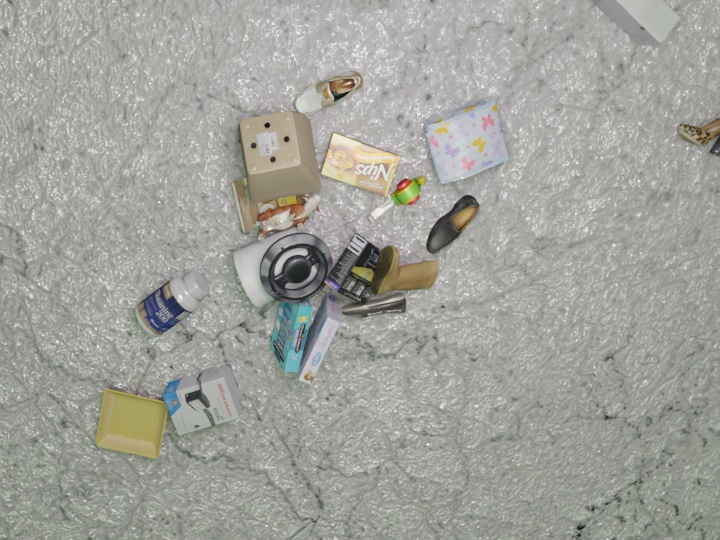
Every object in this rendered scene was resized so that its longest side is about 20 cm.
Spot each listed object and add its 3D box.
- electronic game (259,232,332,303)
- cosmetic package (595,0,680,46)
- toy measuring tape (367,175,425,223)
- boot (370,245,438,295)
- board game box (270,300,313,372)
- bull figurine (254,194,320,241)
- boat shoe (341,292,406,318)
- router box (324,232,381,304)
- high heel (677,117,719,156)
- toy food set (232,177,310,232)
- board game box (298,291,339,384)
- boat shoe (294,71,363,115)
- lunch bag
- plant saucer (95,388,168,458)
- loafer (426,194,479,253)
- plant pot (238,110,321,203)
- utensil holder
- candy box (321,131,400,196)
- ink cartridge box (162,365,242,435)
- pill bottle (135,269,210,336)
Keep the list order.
[{"bbox_3d":[-0.166,-0.004,1.494,0.195,0.042,0.204,-11,122,-18],"label":"electronic game"},{"bbox_3d":[0.706,-0.677,1.478,0.198,0.113,0.082,34,103,-11],"label":"cosmetic package"},{"bbox_3d":[0.103,-0.197,1.607,0.198,0.074,0.074,-37,106,7],"label":"toy measuring tape"},{"bbox_3d":[0.136,-0.009,1.612,0.196,0.067,0.177,-7,141,-29],"label":"boot"},{"bbox_3d":[-0.201,0.165,1.655,0.046,0.151,0.204,5,109,-28],"label":"board game box"},{"bbox_3d":[-0.195,-0.142,1.537,0.196,0.122,0.066,-19,113,10],"label":"bull figurine"},{"bbox_3d":[0.043,0.117,1.702,0.195,0.067,0.058,-12,103,-4],"label":"boat shoe"},{"bbox_3d":[0.000,0.000,1.590,0.052,0.199,0.159,34,91,26],"label":"router box"},{"bbox_3d":[0.973,-0.414,1.590,0.196,0.072,0.145,15,113,-25],"label":"high heel"},{"bbox_3d":[-0.244,-0.194,1.591,0.195,0.061,0.147,-11,107,0],"label":"toy food set"},{"bbox_3d":[-0.119,0.190,1.644,0.040,0.200,0.203,22,106,-11],"label":"board game box"},{"bbox_3d":[-0.087,-0.471,1.512,0.197,0.069,0.076,-26,107,5],"label":"boat shoe"},{"bbox_3d":[0.276,-0.349,1.545,0.196,0.127,0.173,-24,110,-6],"label":"lunch bag"},{"bbox_3d":[-0.699,0.464,1.770,0.195,0.049,0.204,14,106,-9],"label":"plant saucer"},{"bbox_3d":[0.262,-0.127,1.637,0.072,0.072,0.201,34,103,-14],"label":"loafer"},{"bbox_3d":[-0.216,-0.304,1.467,0.195,0.177,0.205,-10,87,-1],"label":"plant pot"},{"bbox_3d":[-0.228,-0.017,1.592,0.196,0.170,0.173,-24,107,2],"label":"utensil holder"},{"bbox_3d":[-0.001,-0.292,1.579,0.196,0.055,0.118,17,105,-9],"label":"candy box"},{"bbox_3d":[-0.477,0.395,1.744,0.195,0.084,0.148,-16,107,1],"label":"ink cartridge box"},{"bbox_3d":[-0.531,0.089,1.632,0.198,0.111,0.112,-35,106,7],"label":"pill bottle"}]
